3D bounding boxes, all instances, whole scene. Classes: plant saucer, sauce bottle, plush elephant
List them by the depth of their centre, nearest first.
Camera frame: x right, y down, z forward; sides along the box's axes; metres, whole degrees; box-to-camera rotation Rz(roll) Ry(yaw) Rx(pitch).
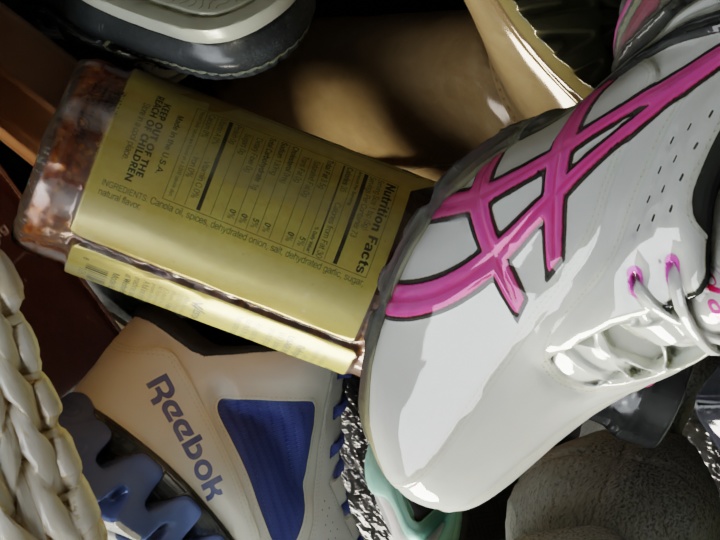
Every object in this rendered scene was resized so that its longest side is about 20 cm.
[{"bbox_3d":[0.000,0.000,0.839,0.200,0.066,0.066,22,151,-5],"label":"sauce bottle"},{"bbox_3d":[0.091,0.112,0.894,0.200,0.165,0.155,30,141,6],"label":"plush elephant"},{"bbox_3d":[-0.086,-0.037,0.963,0.200,0.032,0.200,39,177,3],"label":"plant saucer"}]

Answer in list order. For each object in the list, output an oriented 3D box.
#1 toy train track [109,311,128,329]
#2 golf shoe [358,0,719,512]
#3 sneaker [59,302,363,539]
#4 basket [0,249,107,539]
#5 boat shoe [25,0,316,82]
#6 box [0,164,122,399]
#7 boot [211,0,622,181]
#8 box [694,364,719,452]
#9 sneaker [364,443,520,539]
[{"bbox_3d":[-0.053,0.103,1.145,0.200,0.032,0.115,64,-176,4],"label":"toy train track"},{"bbox_3d":[0.069,-0.007,0.734,0.073,0.200,0.092,26,-156,-28],"label":"golf shoe"},{"bbox_3d":[-0.029,0.075,1.055,0.199,0.115,0.081,42,165,-34],"label":"sneaker"},{"bbox_3d":[-0.193,0.023,0.879,0.200,0.161,0.199,-162,54,-71],"label":"basket"},{"bbox_3d":[-0.063,-0.091,0.883,0.200,0.072,0.068,30,150,57],"label":"boat shoe"},{"bbox_3d":[-0.223,0.007,1.093,0.164,0.166,0.200,55,164,-22],"label":"box"},{"bbox_3d":[0.016,-0.067,0.851,0.200,0.066,0.175,1,131,51],"label":"boot"},{"bbox_3d":[0.228,0.068,0.711,0.198,0.123,0.200,-4,126,53],"label":"box"},{"bbox_3d":[0.059,0.139,1.057,0.200,0.078,0.140,45,150,-4],"label":"sneaker"}]
